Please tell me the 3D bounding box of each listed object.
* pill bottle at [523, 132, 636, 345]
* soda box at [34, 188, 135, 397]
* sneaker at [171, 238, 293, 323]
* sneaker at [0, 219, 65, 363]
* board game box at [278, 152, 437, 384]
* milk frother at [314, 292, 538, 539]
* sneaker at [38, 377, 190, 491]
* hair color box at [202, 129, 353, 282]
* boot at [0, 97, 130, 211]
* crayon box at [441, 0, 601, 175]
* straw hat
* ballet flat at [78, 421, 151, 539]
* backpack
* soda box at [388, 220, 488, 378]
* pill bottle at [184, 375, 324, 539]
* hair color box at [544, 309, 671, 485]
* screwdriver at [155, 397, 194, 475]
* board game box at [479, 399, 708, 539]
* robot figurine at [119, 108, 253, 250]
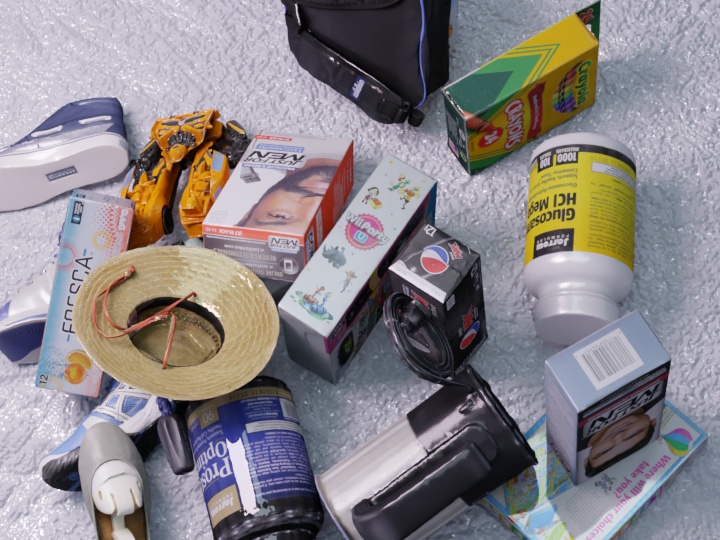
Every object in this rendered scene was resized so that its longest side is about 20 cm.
[{"bbox_3d":[0.225,-0.031,1.643,0.112,0.113,0.201,2,65,8],"label":"pill bottle"},{"bbox_3d":[-0.278,0.023,1.619,0.068,0.064,0.201,11,98,-8],"label":"soda box"},{"bbox_3d":[-0.114,-0.017,1.695,0.200,0.074,0.119,-27,71,-4],"label":"sneaker"},{"bbox_3d":[-0.311,0.012,1.714,0.199,0.081,0.115,-26,53,-2],"label":"sneaker"},{"bbox_3d":[0.000,0.000,1.634,0.064,0.148,0.200,30,72,13],"label":"board game box"},{"bbox_3d":[0.034,0.152,1.513,0.188,0.180,0.200,-36,77,4],"label":"milk frother"},{"bbox_3d":[-0.244,0.155,1.640,0.199,0.076,0.077,-31,59,-19],"label":"sneaker"},{"bbox_3d":[-0.083,-0.071,1.674,0.110,0.064,0.200,7,36,12],"label":"hair color box"},{"bbox_3d":[-0.356,-0.132,1.793,0.199,0.073,0.091,-12,48,0],"label":"boot"},{"bbox_3d":[0.186,-0.196,1.717,0.199,0.127,0.051,-31,66,-7],"label":"crayon box"},{"bbox_3d":[-0.183,0.071,1.573,0.200,0.085,0.202,6,49,-7],"label":"straw hat"},{"bbox_3d":[-0.229,0.247,1.556,0.067,0.064,0.201,-8,90,-22],"label":"ballet flat"},{"bbox_3d":[0.011,-0.287,1.754,0.190,0.201,0.154,18,37,22],"label":"backpack"},{"bbox_3d":[0.078,0.033,1.582,0.071,0.200,0.063,32,72,19],"label":"soda box"},{"bbox_3d":[-0.099,0.214,1.567,0.111,0.112,0.201,-16,64,-1],"label":"pill bottle"},{"bbox_3d":[0.227,0.122,1.484,0.099,0.200,0.061,-28,64,-7],"label":"hair color box"},{"bbox_3d":[-0.207,0.111,1.601,0.029,0.028,0.201,-8,67,-41],"label":"screwdriver"},{"bbox_3d":[0.227,0.194,1.581,0.200,0.034,0.134,-43,67,-13],"label":"board game box"},{"bbox_3d":[-0.192,-0.105,1.722,0.144,0.058,0.201,-10,41,13],"label":"robot figurine"}]
